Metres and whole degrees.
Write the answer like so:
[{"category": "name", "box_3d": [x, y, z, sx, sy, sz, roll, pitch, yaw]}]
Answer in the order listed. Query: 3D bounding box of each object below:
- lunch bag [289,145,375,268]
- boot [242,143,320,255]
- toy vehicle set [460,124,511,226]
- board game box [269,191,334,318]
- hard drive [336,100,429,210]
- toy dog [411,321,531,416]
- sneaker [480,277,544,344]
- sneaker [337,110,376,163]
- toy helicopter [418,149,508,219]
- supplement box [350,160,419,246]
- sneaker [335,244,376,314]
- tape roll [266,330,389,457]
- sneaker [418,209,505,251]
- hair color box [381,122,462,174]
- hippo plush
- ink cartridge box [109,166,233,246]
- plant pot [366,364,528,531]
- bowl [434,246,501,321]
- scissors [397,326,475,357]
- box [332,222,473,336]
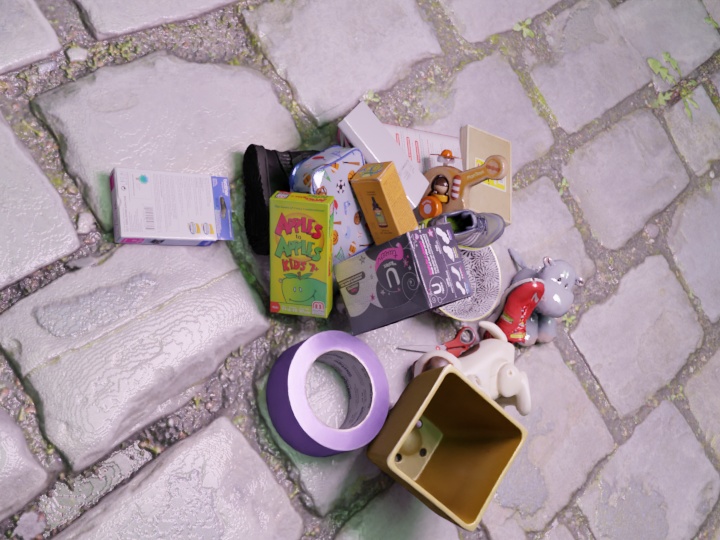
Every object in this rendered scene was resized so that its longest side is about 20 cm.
[{"category": "lunch bag", "box_3d": [-0.041, -0.110, 1.573, 0.160, 0.075, 0.202, -35, 124, -42]}, {"category": "boot", "box_3d": [-0.122, -0.125, 1.597, 0.156, 0.079, 0.214, 6, 72, -34]}, {"category": "toy vehicle set", "box_3d": [0.267, -0.201, 1.909, 0.123, 0.026, 0.202, 16, 65, -28]}, {"category": "board game box", "box_3d": [-0.098, -0.026, 1.500, 0.048, 0.100, 0.202, -62, 156, -66]}, {"category": "hard drive", "box_3d": [0.044, -0.210, 1.632, 0.200, 0.026, 0.132, 50, 27, -9]}, {"category": "toy dog", "box_3d": [0.195, 0.195, 1.647, 0.198, 0.139, 0.197, -1, 92, -21]}, {"category": "sneaker", "box_3d": [0.302, 0.095, 1.716, 0.076, 0.201, 0.086, 5, 46, -22]}, {"category": "sneaker", "box_3d": [-0.003, -0.217, 1.702, 0.080, 0.086, 0.203, 5, 71, -29]}, {"category": "toy helicopter", "box_3d": [0.191, -0.178, 1.692, 0.078, 0.199, 0.134, -3, 77, -50]}, {"category": "supplement box", "box_3d": [0.054, -0.091, 1.579, 0.069, 0.066, 0.201, -53, 131, -40]}, {"category": "sneaker", "box_3d": [0.000, 0.000, 1.649, 0.082, 0.075, 0.200, 36, 50, 1]}, {"category": "tape roll", "box_3d": [-0.054, 0.209, 1.519, 0.198, 0.085, 0.202, 12, 66, -29]}, {"category": "sneaker", "box_3d": [0.202, -0.078, 1.673, 0.198, 0.081, 0.075, -10, 78, -35]}, {"category": "hair color box", "box_3d": [0.108, -0.224, 1.793, 0.198, 0.061, 0.103, 6, 71, -32]}, {"category": "hippo plush", "box_3d": [0.384, 0.050, 1.812, 0.158, 0.160, 0.202, 32, 59, -19]}, {"category": "ink cartridge box", "box_3d": [-0.312, -0.103, 1.490, 0.198, 0.042, 0.121, 0, 73, -30]}, {"category": "plant pot", "box_3d": [0.122, 0.292, 1.521, 0.194, 0.200, 0.196, 41, 71, -14]}, {"category": "bowl", "box_3d": [0.165, 0.010, 1.726, 0.199, 0.094, 0.203, 11, 68, -30]}, {"category": "scissors", "box_3d": [0.159, 0.157, 1.718, 0.198, 0.014, 0.074, -11, 81, -37]}, {"category": "box", "box_3d": [0.066, 0.015, 1.497, 0.114, 0.199, 0.134, -15, 84, -44]}]
